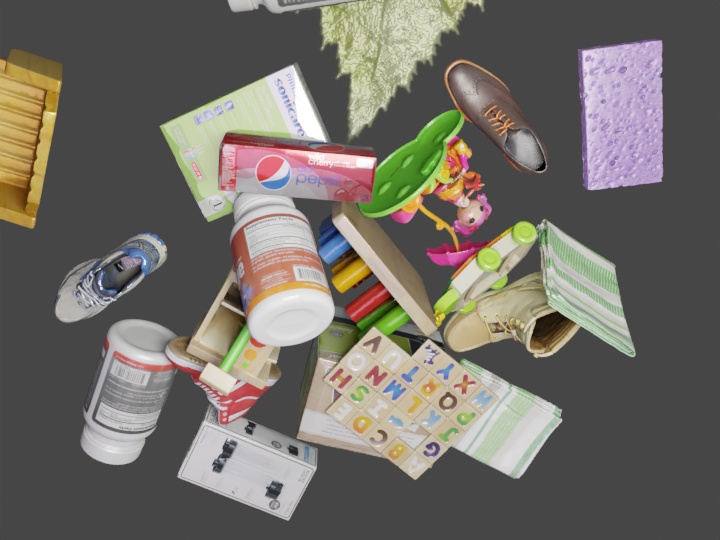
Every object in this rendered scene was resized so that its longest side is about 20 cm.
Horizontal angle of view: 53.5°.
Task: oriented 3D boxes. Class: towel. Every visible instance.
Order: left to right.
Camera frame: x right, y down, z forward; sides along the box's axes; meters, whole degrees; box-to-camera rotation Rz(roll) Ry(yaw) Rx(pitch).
[{"bbox_3d":[0.214,0.249,1.173,0.199,0.031,0.150,27,105,-10],"label":"towel"},{"bbox_3d":[0.317,0.017,1.012,0.152,0.200,0.023,32,123,-12],"label":"towel"}]

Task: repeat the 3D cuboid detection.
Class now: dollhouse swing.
[{"bbox_3d":[-0.503,-0.192,0.942,0.175,0.182,0.201,11,110,-27],"label":"dollhouse swing"}]

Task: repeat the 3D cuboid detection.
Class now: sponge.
[{"bbox_3d":[0.373,-0.220,1.022,0.111,0.030,0.201,-8,109,1],"label":"sponge"}]

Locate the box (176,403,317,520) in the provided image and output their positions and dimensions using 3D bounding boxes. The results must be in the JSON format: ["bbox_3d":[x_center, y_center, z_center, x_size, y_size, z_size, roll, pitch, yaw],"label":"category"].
[{"bbox_3d":[-0.183,0.313,1.168,0.199,0.060,0.117,24,106,-10],"label":"box"}]

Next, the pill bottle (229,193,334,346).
[{"bbox_3d":[-0.109,-0.011,0.932,0.112,0.201,0.112,-12,145,-9],"label":"pill bottle"}]

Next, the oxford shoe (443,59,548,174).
[{"bbox_3d":[0.196,-0.214,0.995,0.200,0.073,0.071,42,103,-13],"label":"oxford shoe"}]

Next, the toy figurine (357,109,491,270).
[{"bbox_3d":[0.125,-0.094,1.026,0.200,0.150,0.184,-51,119,-11],"label":"toy figurine"}]

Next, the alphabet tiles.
[{"bbox_3d":[0.058,0.168,0.947,0.200,0.008,0.167,40,103,-15],"label":"alphabet tiles"}]

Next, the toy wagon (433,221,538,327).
[{"bbox_3d":[0.169,0.009,1.012,0.200,0.155,0.040,-34,71,-21],"label":"toy wagon"}]

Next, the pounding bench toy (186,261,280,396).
[{"bbox_3d":[-0.154,0.070,1.014,0.124,0.200,0.156,29,106,-10],"label":"pounding bench toy"}]

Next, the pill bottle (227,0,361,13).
[{"bbox_3d":[-0.074,-0.392,0.908,0.199,0.113,0.114,-8,109,0],"label":"pill bottle"}]

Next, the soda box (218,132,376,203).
[{"bbox_3d":[-0.081,-0.134,0.928,0.199,0.070,0.064,5,112,-6],"label":"soda box"}]

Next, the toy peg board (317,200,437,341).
[{"bbox_3d":[0.000,0.000,0.994,0.098,0.200,0.199,-37,106,10],"label":"toy peg board"}]

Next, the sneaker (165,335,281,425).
[{"bbox_3d":[-0.226,0.170,1.082,0.199,0.071,0.113,23,113,-41],"label":"sneaker"}]

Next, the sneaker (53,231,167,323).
[{"bbox_3d":[-0.381,0.016,1.050,0.200,0.085,0.077,-36,106,10],"label":"sneaker"}]

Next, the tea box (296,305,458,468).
[{"bbox_3d":[0.019,0.163,1.051,0.199,0.197,0.134,14,108,-6],"label":"tea box"}]

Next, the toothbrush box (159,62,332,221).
[{"bbox_3d":[-0.150,-0.179,0.991,0.199,0.086,0.146,-23,108,7],"label":"toothbrush box"}]

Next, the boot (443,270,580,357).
[{"bbox_3d":[0.220,0.084,1.052,0.199,0.156,0.073,-27,108,8],"label":"boot"}]

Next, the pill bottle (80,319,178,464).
[{"bbox_3d":[-0.354,0.186,1.091,0.115,0.116,0.201,21,107,-8],"label":"pill bottle"}]
